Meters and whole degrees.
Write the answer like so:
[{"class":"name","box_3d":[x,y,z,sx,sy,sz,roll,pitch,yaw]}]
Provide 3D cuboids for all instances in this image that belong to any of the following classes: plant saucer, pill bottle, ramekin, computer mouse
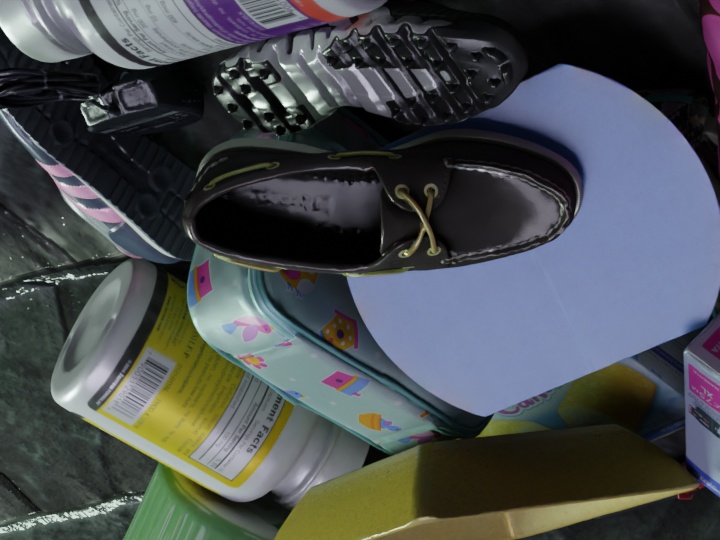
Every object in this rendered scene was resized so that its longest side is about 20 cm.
[{"class":"plant saucer","box_3d":[0.064,0.133,1.131,0.199,0.049,0.200,-3,166,-32]},{"class":"pill bottle","box_3d":[-0.086,-0.162,0.942,0.199,0.112,0.112,-9,136,31]},{"class":"ramekin","box_3d":[-0.071,0.201,1.336,0.199,0.200,0.098,20,104,-4]},{"class":"pill bottle","box_3d":[-0.095,0.086,1.265,0.200,0.112,0.111,33,141,-19]},{"class":"computer mouse","box_3d":[-0.143,-0.100,1.029,0.058,0.034,0.200,-13,175,20]}]

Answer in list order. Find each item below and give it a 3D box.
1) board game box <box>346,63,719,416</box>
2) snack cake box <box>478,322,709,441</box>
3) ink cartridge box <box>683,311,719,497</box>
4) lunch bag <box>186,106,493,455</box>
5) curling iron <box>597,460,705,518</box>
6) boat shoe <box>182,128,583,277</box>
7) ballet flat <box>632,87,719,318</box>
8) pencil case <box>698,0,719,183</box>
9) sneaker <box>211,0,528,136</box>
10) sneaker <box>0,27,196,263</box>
[{"class":"board game box","box_3d":[0.090,-0.020,1.003,0.199,0.039,0.158,-25,104,19]},{"class":"snack cake box","box_3d":[0.114,0.068,1.196,0.115,0.067,0.200,34,141,-23]},{"class":"ink cartridge box","box_3d":[0.232,0.056,1.066,0.042,0.119,0.200,40,165,23]},{"class":"lunch bag","box_3d":[0.000,0.000,1.082,0.200,0.161,0.077,34,146,-31]},{"class":"curling iron","box_3d":[0.229,0.146,1.283,0.200,0.026,0.050,-23,125,42]},{"class":"boat shoe","box_3d":[0.011,-0.029,0.955,0.200,0.061,0.072,0,114,7]},{"class":"ballet flat","box_3d":[0.203,-0.026,1.038,0.072,0.072,0.200,-10,136,31]},{"class":"pencil case","box_3d":[0.210,-0.082,0.914,0.090,0.094,0.201,-10,125,12]},{"class":"sneaker","box_3d":[0.012,-0.121,0.967,0.200,0.091,0.067,-1,138,46]},{"class":"sneaker","box_3d":[-0.174,-0.074,1.130,0.082,0.070,0.200,-4,134,49]}]
